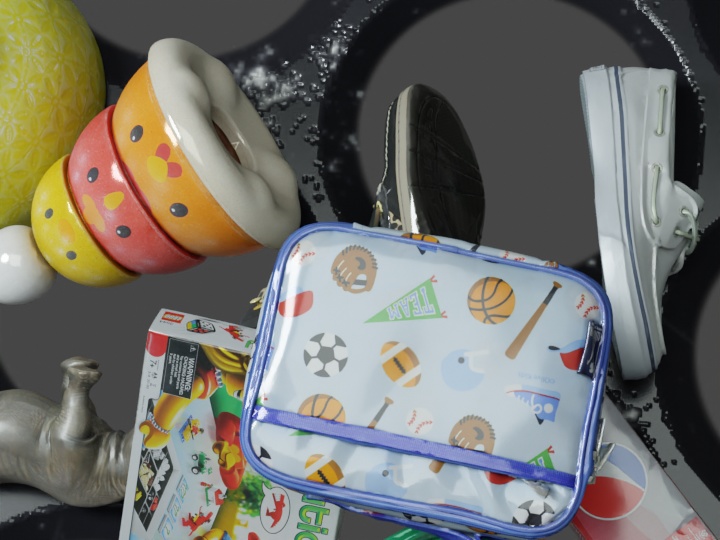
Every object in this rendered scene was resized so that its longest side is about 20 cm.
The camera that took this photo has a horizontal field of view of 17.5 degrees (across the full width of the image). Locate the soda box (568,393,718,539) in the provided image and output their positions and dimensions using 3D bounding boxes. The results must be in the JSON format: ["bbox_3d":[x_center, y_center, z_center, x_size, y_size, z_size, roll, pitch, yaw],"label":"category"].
[{"bbox_3d":[0.129,0.106,1.386,0.063,0.070,0.200,-36,75,-2],"label":"soda box"}]

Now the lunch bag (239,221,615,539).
[{"bbox_3d":[0.039,0.065,1.260,0.200,0.076,0.161,13,80,1],"label":"lunch bag"}]

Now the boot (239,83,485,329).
[{"bbox_3d":[0.000,0.000,1.391,0.150,0.073,0.200,-22,64,37],"label":"boot"}]

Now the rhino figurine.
[{"bbox_3d":[-0.177,0.098,1.415,0.200,0.060,0.088,12,97,6],"label":"rhino figurine"}]

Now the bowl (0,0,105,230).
[{"bbox_3d":[-0.265,-0.121,1.455,0.200,0.108,0.201,-1,75,4],"label":"bowl"}]

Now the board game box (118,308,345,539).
[{"bbox_3d":[-0.071,0.129,1.356,0.126,0.035,0.200,12,114,6],"label":"board game box"}]

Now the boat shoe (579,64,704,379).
[{"bbox_3d":[0.175,-0.035,1.416,0.067,0.074,0.200,-6,75,5],"label":"boat shoe"}]

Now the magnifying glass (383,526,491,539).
[{"bbox_3d":[-0.014,0.184,1.317,0.200,0.080,0.022,-18,113,23],"label":"magnifying glass"}]

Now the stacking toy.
[{"bbox_3d":[-0.149,-0.034,1.431,0.200,0.146,0.146,-32,75,14],"label":"stacking toy"}]
